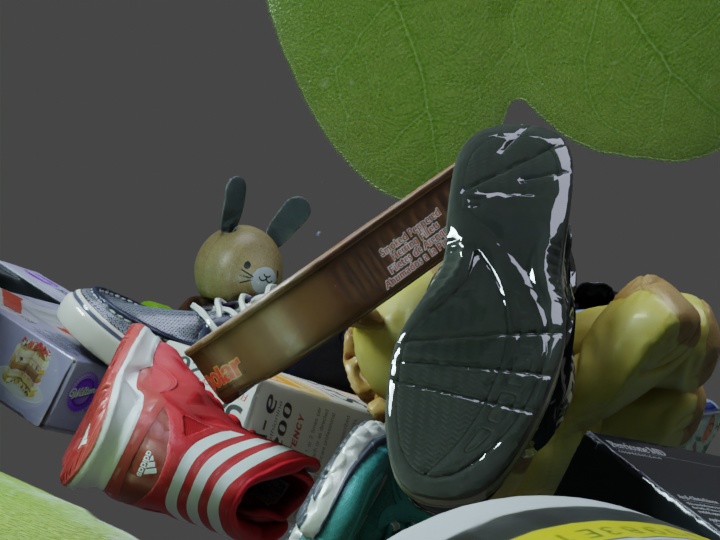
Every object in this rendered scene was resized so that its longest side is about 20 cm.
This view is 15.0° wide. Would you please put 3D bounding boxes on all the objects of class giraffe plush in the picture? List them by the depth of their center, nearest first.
[{"bbox_3d":[0.070,0.051,1.441,0.162,0.200,0.173,42,-26,25],"label":"giraffe plush"}]

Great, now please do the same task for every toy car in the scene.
[{"bbox_3d":[-0.113,0.013,2.735,0.164,0.201,0.157,18,0,-41],"label":"toy car"}]

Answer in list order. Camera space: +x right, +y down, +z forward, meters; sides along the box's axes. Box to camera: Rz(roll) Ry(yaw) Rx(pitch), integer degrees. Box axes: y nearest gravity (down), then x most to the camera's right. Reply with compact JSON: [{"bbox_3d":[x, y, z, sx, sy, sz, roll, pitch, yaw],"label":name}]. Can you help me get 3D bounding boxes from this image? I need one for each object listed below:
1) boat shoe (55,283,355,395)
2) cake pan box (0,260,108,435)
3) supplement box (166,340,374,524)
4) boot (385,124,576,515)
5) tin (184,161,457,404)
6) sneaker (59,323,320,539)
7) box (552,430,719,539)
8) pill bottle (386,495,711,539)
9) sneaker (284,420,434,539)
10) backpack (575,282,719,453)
[{"bbox_3d":[-0.075,0.036,1.587,0.199,0.093,0.075,29,11,-32],"label":"boat shoe"},{"bbox_3d":[-0.197,0.044,1.651,0.200,0.053,0.184,30,4,33],"label":"cake pan box"},{"bbox_3d":[-0.010,0.107,1.524,0.199,0.074,0.126,18,-1,-30],"label":"supplement box"},{"bbox_3d":[0.063,0.054,1.253,0.073,0.204,0.154,6,-37,11],"label":"boot"},{"bbox_3d":[0.000,0.000,1.331,0.042,0.200,0.112,57,-33,-4],"label":"tin"},{"bbox_3d":[-0.082,0.092,1.344,0.115,0.079,0.200,27,11,-4],"label":"sneaker"},{"bbox_3d":[0.190,0.150,1.254,0.199,0.079,0.141,14,20,-48],"label":"box"},{"bbox_3d":[0.065,0.103,0.348,0.112,0.113,0.200,18,-1,-30],"label":"pill bottle"},{"bbox_3d":[0.025,0.120,1.248,0.079,0.078,0.200,32,7,23],"label":"sneaker"},{"bbox_3d":[0.156,0.117,1.949,0.154,0.201,0.190,33,11,30],"label":"backpack"}]
